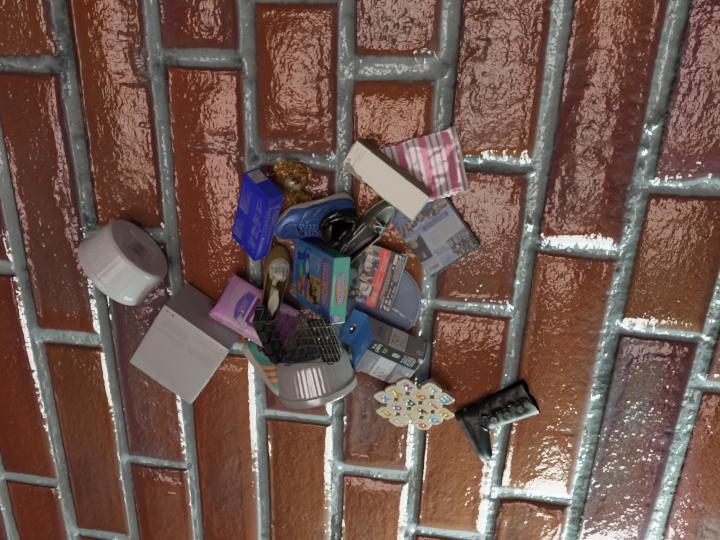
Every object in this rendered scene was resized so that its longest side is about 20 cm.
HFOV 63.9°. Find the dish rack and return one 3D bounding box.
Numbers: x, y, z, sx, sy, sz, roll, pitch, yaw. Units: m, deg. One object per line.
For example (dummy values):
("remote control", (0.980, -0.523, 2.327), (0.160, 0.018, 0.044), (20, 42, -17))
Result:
("dish rack", (-0.139, 0.149, 1.306), (0.197, 0.055, 0.155), (-4, 127, 19))

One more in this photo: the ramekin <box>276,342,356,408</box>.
("ramekin", (-0.114, 0.249, 1.426), (0.197, 0.200, 0.106), (-11, 99, 12))

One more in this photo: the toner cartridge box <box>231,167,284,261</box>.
("toner cartridge box", (-0.236, -0.123, 1.309), (0.095, 0.043, 0.201), (46, 139, 19))

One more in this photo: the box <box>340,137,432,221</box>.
("box", (0.058, -0.199, 1.249), (0.199, 0.082, 0.069), (39, 109, 0))

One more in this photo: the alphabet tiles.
("alphabet tiles", (0.138, 0.342, 1.478), (0.195, 0.015, 0.199), (38, 126, -24))

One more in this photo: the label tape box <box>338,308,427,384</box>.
("label tape box", (0.044, 0.195, 1.416), (0.198, 0.064, 0.145), (24, 136, -4))

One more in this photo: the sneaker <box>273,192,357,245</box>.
("sneaker", (-0.101, -0.099, 1.298), (0.197, 0.112, 0.077), (-18, 133, 1))

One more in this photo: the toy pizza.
("toy pizza", (0.052, 0.071, 1.415), (0.197, 0.032, 0.203), (4, 110, 10))

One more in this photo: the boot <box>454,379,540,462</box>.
("boot", (0.365, 0.387, 1.475), (0.199, 0.066, 0.166), (-30, 105, 13))

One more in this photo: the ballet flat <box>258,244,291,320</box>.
("ballet flat", (-0.200, 0.035, 1.380), (0.068, 0.063, 0.203), (12, 81, -20))

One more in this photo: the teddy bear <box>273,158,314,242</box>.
("teddy bear", (-0.177, -0.157, 1.347), (0.145, 0.067, 0.200), (38, 112, -9))

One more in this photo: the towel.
("towel", (0.132, -0.222, 1.282), (0.197, 0.030, 0.148), (-13, 101, 16))

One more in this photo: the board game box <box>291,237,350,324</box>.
("board game box", (-0.096, 0.017, 1.332), (0.045, 0.199, 0.154), (-4, 109, -31))

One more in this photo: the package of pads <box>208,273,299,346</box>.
("package of pads", (-0.262, 0.108, 1.432), (0.199, 0.076, 0.121), (31, 77, -4))

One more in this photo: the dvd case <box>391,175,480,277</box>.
("dvd case", (0.166, -0.100, 1.342), (0.142, 0.018, 0.201), (-34, 101, 18))

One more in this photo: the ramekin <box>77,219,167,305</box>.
("ramekin", (-0.562, -0.025, 1.390), (0.097, 0.201, 0.201), (-37, 102, 12))

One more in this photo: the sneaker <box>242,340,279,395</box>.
("sneaker", (-0.217, 0.251, 1.504), (0.080, 0.071, 0.200), (-36, 100, 24))

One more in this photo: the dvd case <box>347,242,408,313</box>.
("dvd case", (0.000, 0.000, 1.372), (0.198, 0.022, 0.148), (19, 102, 12))

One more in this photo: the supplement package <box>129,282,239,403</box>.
("supplement package", (-0.435, 0.183, 1.470), (0.190, 0.147, 0.201), (36, 112, -6))

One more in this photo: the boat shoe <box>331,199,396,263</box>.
("boat shoe", (0.012, -0.076, 1.306), (0.200, 0.057, 0.067), (-41, 130, 18))
